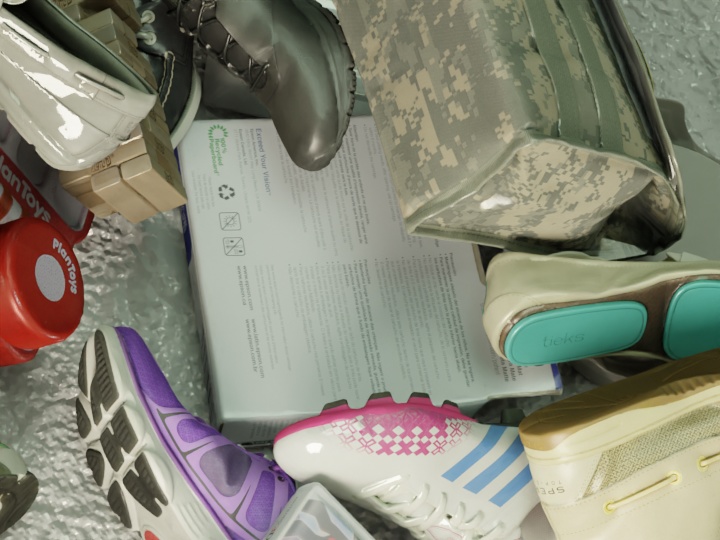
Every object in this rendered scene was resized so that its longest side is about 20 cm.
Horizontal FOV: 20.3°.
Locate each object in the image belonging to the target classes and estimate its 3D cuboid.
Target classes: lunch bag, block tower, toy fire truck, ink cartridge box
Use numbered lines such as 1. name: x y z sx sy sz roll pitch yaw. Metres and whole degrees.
1. lunch bag: 0.102 -0.099 1.137 0.199 0.117 0.165 9 55 -45
2. block tower: -0.152 -0.126 1.124 0.054 0.058 0.202 -21 67 10
3. toy fire truck: -0.219 -0.048 1.051 0.200 0.111 0.169 52 34 -36
4. ink cartridge box: 0.000 0.000 1.161 0.198 0.041 0.201 -3 61 -12

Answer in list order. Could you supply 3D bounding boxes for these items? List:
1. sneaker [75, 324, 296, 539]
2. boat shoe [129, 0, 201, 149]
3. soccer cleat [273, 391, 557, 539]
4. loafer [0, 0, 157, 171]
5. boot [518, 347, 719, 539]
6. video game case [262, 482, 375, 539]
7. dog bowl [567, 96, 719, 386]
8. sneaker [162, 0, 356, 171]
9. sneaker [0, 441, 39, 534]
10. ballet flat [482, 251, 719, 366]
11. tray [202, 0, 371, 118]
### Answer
1. sneaker: -0.080 0.113 1.060 0.083 0.081 0.201 -30 82 -33
2. boat shoe: -0.127 -0.144 1.188 0.073 0.061 0.201 -1 52 20
3. soccer cleat: 0.044 0.116 1.073 0.199 0.070 0.087 7 64 -39
4. loafer: -0.185 -0.141 1.025 0.200 0.070 0.070 48 19 -19
5. boot: 0.192 0.130 1.095 0.198 0.073 0.157 -15 100 -18
6. video game case: -0.004 0.238 0.995 0.200 0.023 0.183 46 54 -14
7. dog bowl: 0.183 -0.008 1.227 0.198 0.059 0.202 9 57 -14
8. sneaker: -0.067 -0.144 1.153 0.090 0.076 0.201 -10 66 -29
9. sneaker: -0.267 0.104 1.010 0.198 0.077 0.089 -6 49 -28
10. ballet flat: 0.160 0.015 1.136 0.198 0.070 0.070 2 59 -18
11. tray: 0.003 -0.131 1.264 0.198 0.022 0.108 12 56 -12
